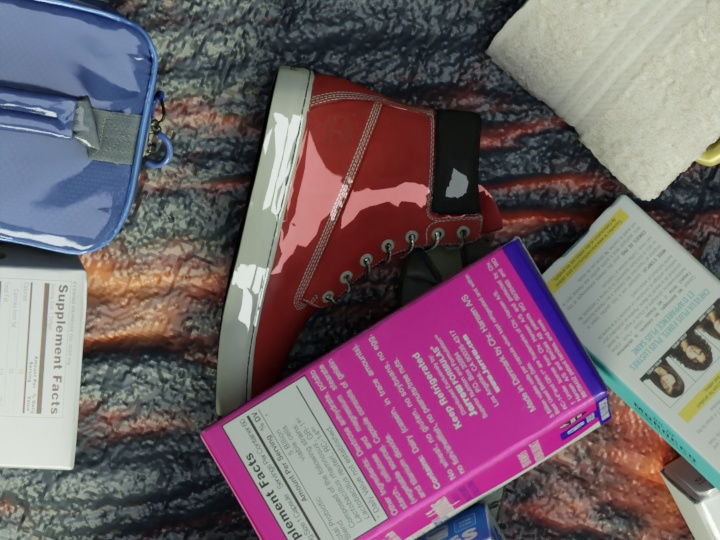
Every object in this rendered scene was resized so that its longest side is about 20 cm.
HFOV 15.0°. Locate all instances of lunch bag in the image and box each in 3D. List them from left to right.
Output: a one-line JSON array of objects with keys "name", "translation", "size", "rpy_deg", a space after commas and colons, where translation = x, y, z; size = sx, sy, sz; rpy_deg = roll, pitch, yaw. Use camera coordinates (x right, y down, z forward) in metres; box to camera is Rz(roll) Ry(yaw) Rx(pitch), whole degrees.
[{"name": "lunch bag", "translation": [-0.196, -0.085, 1.438], "size": [0.199, 0.132, 0.137], "rpy_deg": [9, 98, -12]}]

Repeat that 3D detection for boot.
[{"name": "boot", "translation": [0.000, 0.000, 1.517], "size": [0.143, 0.072, 0.201], "rpy_deg": [14, 94, -5]}]

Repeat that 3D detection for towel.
[{"name": "towel", "translation": [0.163, -0.130, 1.477], "size": [0.132, 0.200, 0.034], "rpy_deg": [44, 47, 1]}]

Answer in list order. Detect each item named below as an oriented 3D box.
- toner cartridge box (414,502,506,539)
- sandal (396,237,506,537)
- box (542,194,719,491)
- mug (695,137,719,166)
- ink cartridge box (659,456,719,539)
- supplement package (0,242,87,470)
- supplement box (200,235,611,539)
[{"name": "toner cartridge box", "translation": [0.073, 0.236, 1.544], "size": [0.095, 0.043, 0.201], "rpy_deg": [-25, 113, 7]}, {"name": "sandal", "translation": [0.048, 0.080, 1.558], "size": [0.079, 0.057, 0.202], "rpy_deg": [10, 83, -2]}, {"name": "box", "translation": [0.192, 0.056, 1.531], "size": [0.082, 0.049, 0.200], "rpy_deg": [-44, 73, -5]}, {"name": "mug", "translation": [0.225, -0.159, 1.508], "size": [0.153, 0.149, 0.187], "rpy_deg": [39, 84, -7]}, {"name": "ink cartridge box", "translation": [0.288, 0.170, 1.605], "size": [0.146, 0.083, 0.201], "rpy_deg": [-30, 104, -4]}, {"name": "supplement package", "translation": [-0.251, 0.037, 1.459], "size": [0.199, 0.114, 0.110], "rpy_deg": [3, 100, -13]}, {"name": "supplement box", "translation": [0.027, 0.082, 1.475], "size": [0.199, 0.101, 0.104], "rpy_deg": [-30, 78, 1]}]
